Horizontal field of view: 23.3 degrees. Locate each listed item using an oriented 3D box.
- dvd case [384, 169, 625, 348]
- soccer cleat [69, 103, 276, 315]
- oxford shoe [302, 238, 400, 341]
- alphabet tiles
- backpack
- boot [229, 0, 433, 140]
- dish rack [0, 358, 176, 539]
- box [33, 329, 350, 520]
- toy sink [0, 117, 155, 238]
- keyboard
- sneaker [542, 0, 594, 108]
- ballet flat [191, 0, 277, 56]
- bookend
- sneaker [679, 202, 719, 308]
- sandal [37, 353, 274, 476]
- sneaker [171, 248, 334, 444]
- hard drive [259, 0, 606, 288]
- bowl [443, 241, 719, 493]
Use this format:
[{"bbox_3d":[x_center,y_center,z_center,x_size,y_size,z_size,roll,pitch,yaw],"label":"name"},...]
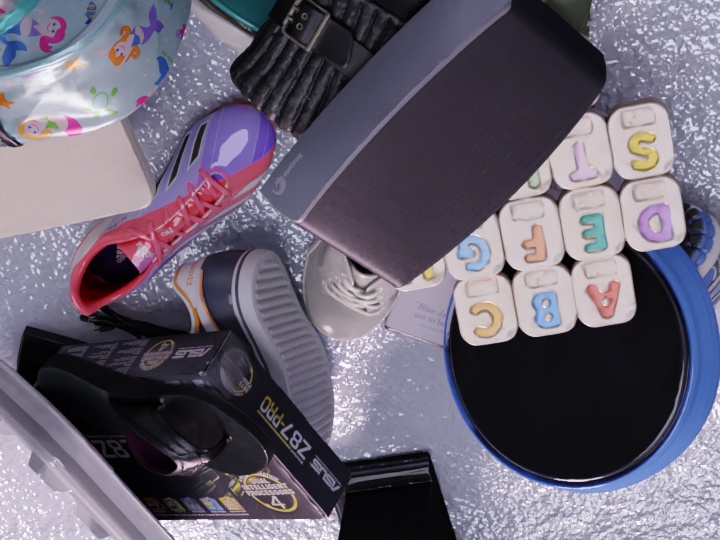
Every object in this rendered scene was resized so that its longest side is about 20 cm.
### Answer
[{"bbox_3d":[0.113,-0.015,1.255,0.141,0.018,0.201,19,123,-4],"label":"dvd case"},{"bbox_3d":[-0.134,-0.040,1.238,0.199,0.077,0.067,-37,112,27],"label":"soccer cleat"},{"bbox_3d":[0.000,0.000,1.231,0.075,0.058,0.200,20,145,-7],"label":"oxford shoe"},{"bbox_3d":[0.106,-0.048,1.126,0.198,0.015,0.197,-9,109,7],"label":"alphabet tiles"},{"bbox_3d":[-0.202,-0.166,1.019,0.198,0.179,0.151,-1,150,19],"label":"backpack"},{"bbox_3d":[-0.038,-0.186,1.083,0.211,0.079,0.158,48,124,18],"label":"boot"},{"bbox_3d":[-0.209,0.162,1.324,0.044,0.171,0.200,-45,124,-13],"label":"dish rack"},{"bbox_3d":[-0.126,0.118,1.296,0.199,0.049,0.162,-6,129,42],"label":"box"},{"bbox_3d":[-0.233,-0.109,1.187,0.198,0.112,0.131,-11,121,20],"label":"toy sink"},{"bbox_3d":[-0.168,0.079,1.357,0.198,0.021,0.128,16,130,-4],"label":"keyboard"},{"bbox_3d":[0.123,-0.129,1.143,0.089,0.067,0.201,29,116,-9],"label":"sneaker"},{"bbox_3d":[-0.042,-0.155,1.163,0.198,0.070,0.070,20,124,-6],"label":"ballet flat"},{"bbox_3d":[0.027,0.286,1.356,0.091,0.201,0.200,-9,122,13],"label":"bookend"},{"bbox_3d":[0.209,0.048,1.243,0.085,0.077,0.201,18,123,-30],"label":"sneaker"},{"bbox_3d":[-0.148,0.113,1.220,0.199,0.048,0.076,12,139,29],"label":"sandal"},{"bbox_3d":[-0.078,0.062,1.298,0.079,0.079,0.201,1,132,24],"label":"sneaker"},{"bbox_3d":[0.049,-0.081,1.060,0.200,0.042,0.135,-45,131,16],"label":"hard drive"},{"bbox_3d":[0.146,0.055,1.197,0.199,0.039,0.203,3,96,30],"label":"bowl"}]
